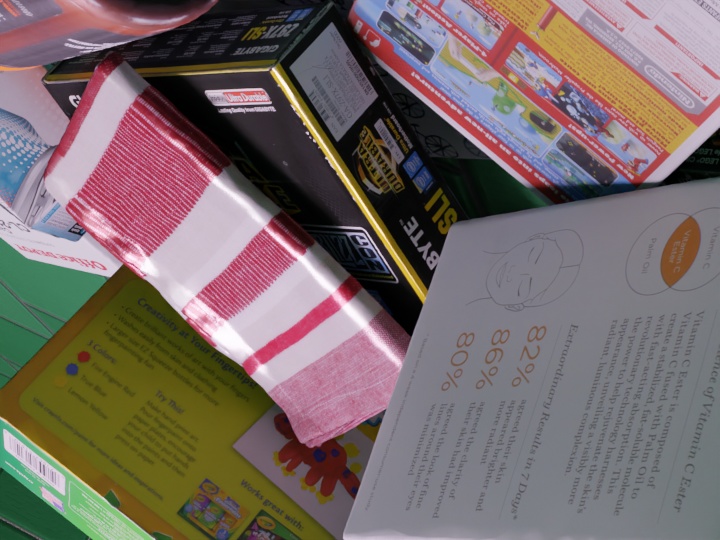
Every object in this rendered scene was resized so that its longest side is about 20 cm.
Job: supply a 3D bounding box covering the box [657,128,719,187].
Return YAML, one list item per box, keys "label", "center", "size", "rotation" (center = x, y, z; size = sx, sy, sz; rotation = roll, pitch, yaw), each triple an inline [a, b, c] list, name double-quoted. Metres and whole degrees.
- label: "box"
  center: [0.196, 0.000, 0.728]
  size: [0.136, 0.038, 0.200]
  rotation: [11, 155, 49]

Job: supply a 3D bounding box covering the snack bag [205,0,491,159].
- label: "snack bag"
  center: [-0.022, -0.115, 0.794]
  size: [0.188, 0.021, 0.200]
  rotation: [10, 154, 51]

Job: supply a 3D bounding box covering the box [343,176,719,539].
- label: "box"
  center: [0.113, 0.060, 0.664]
  size: [0.106, 0.153, 0.199]
  rotation: [35, 154, -32]

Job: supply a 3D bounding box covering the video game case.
- label: "video game case"
  center: [0.071, -0.093, 0.630]
  size: [0.143, 0.017, 0.200]
  rotation: [40, 157, 2]

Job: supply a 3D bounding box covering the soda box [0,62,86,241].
- label: "soda box"
  center: [-0.208, -0.109, 0.921]
  size: [0.200, 0.068, 0.064]
  rotation: [45, -174, 15]

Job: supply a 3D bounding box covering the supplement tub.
- label: "supplement tub"
  center: [-0.139, -0.144, 0.737]
  size: [0.107, 0.107, 0.200]
  rotation: [39, 157, -29]

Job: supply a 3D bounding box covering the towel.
- label: "towel"
  center: [-0.064, -0.002, 0.800]
  size: [0.200, 0.023, 0.144]
  rotation: [44, 153, -3]

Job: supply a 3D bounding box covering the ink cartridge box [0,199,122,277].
- label: "ink cartridge box"
  center: [-0.231, -0.085, 1.124]
  size: [0.145, 0.083, 0.200]
  rotation: [10, 154, 48]

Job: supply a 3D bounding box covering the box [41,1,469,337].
- label: "box"
  center: [-0.045, -0.045, 0.805]
  size: [0.199, 0.049, 0.160]
  rotation: [6, 139, 51]

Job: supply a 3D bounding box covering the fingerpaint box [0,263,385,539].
- label: "fingerpaint box"
  center: [-0.071, 0.089, 0.913]
  size: [0.200, 0.167, 0.073]
  rotation: [35, 151, 10]
